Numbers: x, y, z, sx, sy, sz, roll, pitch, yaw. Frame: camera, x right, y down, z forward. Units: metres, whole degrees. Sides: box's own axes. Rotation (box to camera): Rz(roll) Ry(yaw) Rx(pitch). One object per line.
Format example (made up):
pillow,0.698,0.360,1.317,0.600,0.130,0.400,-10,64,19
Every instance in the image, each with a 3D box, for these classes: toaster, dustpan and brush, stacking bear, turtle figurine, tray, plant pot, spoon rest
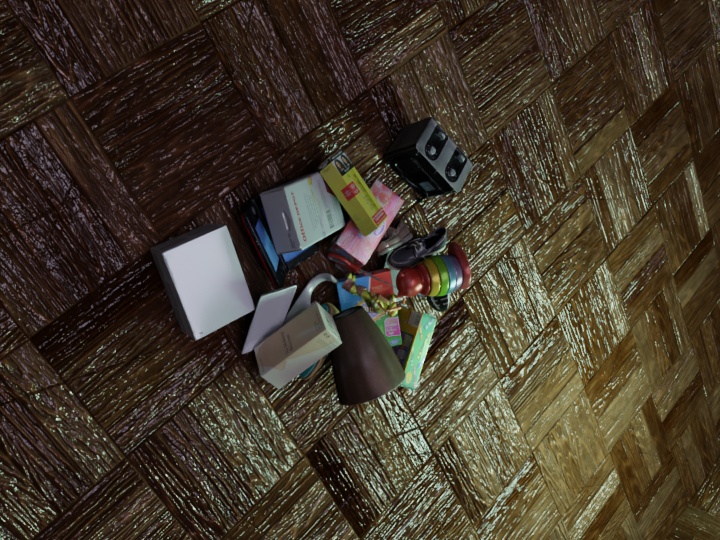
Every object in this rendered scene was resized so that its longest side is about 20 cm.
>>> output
toaster,0.177,-0.291,1.654,0.180,0.198,0.120,42,71,-21
dustpan and brush,0.127,0.037,1.739,0.196,0.057,0.144,24,75,-27
stacking bear,0.182,0.016,1.636,0.194,0.114,0.125,-13,127,-20
turtle figurine,0.035,0.071,1.547,0.066,0.158,0.199,-63,166,12
tray,-0.220,0.111,1.457,0.105,0.022,0.203,-18,145,-40
plant pot,-0.004,0.201,1.556,0.183,0.185,0.206,-24,97,-28
spoon rest,-0.134,0.094,1.560,0.203,0.060,0.099,-57,145,-7

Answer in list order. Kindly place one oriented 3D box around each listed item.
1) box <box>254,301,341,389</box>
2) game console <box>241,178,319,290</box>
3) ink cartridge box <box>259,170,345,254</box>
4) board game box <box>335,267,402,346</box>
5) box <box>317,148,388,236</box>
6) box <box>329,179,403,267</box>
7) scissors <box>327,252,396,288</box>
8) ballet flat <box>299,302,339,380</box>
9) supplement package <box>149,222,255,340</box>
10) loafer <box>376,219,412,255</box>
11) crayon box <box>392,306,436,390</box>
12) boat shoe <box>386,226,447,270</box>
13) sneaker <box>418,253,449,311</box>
box,-0.151,0.180,1.478,0.198,0.096,0.078,-37,136,8
game console,-0.183,-0.087,1.468,0.116,0.173,0.204,-22,111,5
ink cartridge box,-0.133,-0.143,1.465,0.199,0.081,0.150,-34,112,-54
board game box,0.022,0.110,1.641,0.148,0.040,0.207,-12,103,-6
box,-0.018,-0.187,1.490,0.203,0.050,0.075,56,36,-7
box,0.015,-0.116,1.591,0.093,0.102,0.203,34,75,-7
scissors,0.000,0.000,1.561,0.014,0.196,0.074,-56,147,-20
ballet flat,-0.098,0.187,1.592,0.062,0.067,0.206,24,83,-47
supplement package,-0.348,0.020,1.374,0.153,0.110,0.206,-26,110,-28
loafer,0.081,-0.089,1.642,0.064,0.071,0.199,64,25,-2
crayon box,0.127,0.211,1.713,0.057,0.118,0.206,21,85,-33
boat shoe,0.154,-0.066,1.673,0.196,0.073,0.064,-24,149,-25
sneaker,0.219,0.018,1.773,0.080,0.072,0.206,-37,115,-56
